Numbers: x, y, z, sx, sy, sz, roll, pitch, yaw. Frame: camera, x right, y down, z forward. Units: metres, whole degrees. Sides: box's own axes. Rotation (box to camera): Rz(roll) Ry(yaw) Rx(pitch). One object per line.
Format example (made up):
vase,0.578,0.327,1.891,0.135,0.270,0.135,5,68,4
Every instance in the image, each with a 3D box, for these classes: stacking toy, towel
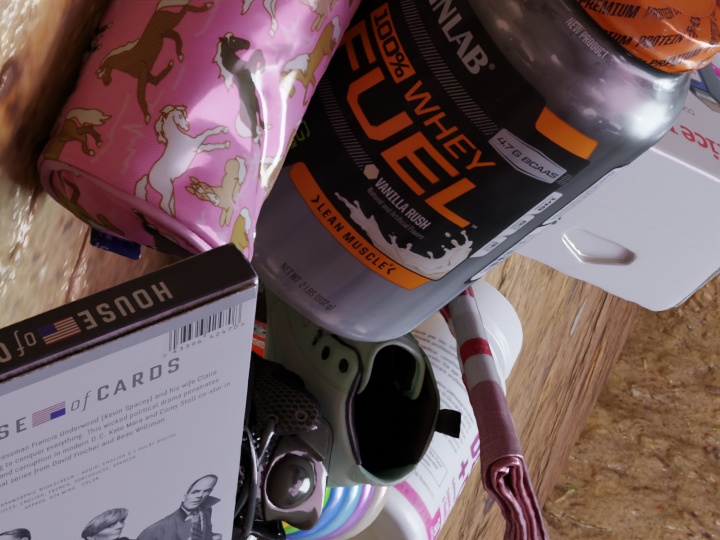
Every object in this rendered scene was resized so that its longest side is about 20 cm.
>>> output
stacking toy,-0.050,0.118,1.205,0.086,0.085,0.200,-68,163,6
towel,0.046,0.024,1.004,0.144,0.023,0.200,69,5,-63

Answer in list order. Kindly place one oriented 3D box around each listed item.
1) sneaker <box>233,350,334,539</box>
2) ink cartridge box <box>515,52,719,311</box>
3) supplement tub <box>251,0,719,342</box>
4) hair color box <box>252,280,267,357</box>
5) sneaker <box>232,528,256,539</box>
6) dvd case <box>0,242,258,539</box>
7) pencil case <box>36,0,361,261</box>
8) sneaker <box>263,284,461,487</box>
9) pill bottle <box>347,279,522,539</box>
sneaker,-0.078,0.076,0.887,0.199,0.114,0.076,-35,144,-66
ink cartridge box,0.099,-0.095,1.021,0.087,0.145,0.200,-42,-136,32
supplement tub,0.043,-0.070,0.857,0.200,0.123,0.123,-40,-175,32
hair color box,-0.019,0.003,1.141,0.111,0.064,0.200,-65,167,-11
sneaker,-0.108,0.154,1.033,0.200,0.074,0.085,-54,171,-17
dvd case,-0.111,0.084,0.771,0.150,0.025,0.200,-21,146,-23
pencil case,-0.041,-0.097,0.793,0.087,0.083,0.200,73,40,-71
sneaker,0.000,0.000,0.975,0.118,0.074,0.201,4,-84,63
pill bottle,0.026,0.096,1.400,0.113,0.113,0.200,100,17,-48
